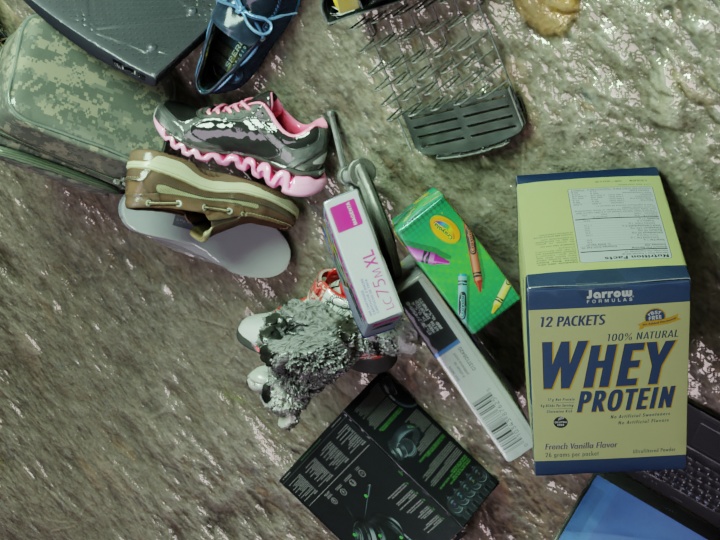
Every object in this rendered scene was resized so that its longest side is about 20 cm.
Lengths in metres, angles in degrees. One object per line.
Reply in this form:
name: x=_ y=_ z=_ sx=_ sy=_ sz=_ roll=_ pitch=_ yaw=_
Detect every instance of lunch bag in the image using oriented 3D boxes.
lunch bag: x=-0.321 y=-0.165 z=1.593 sx=0.200 sy=0.140 sz=0.168 roll=20 pitch=154 yaw=-29

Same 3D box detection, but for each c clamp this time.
c clamp: x=0.000 y=-0.071 z=1.423 sx=0.200 sy=0.027 sz=0.171 roll=-139 pitch=32 yaw=-79

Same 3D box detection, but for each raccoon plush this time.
raccoon plush: x=-0.030 y=0.116 z=1.556 sx=0.199 sy=0.097 sz=0.134 roll=11 pitch=133 yaw=24

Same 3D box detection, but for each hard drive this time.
hard drive: x=-0.254 y=-0.279 z=1.513 sx=0.200 sy=0.135 sz=0.042 roll=34 pitch=150 yaw=12

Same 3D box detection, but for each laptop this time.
laptop: x=0.307 y=0.240 z=1.453 sx=0.177 sy=0.103 sz=0.200 roll=29 pitch=132 yaw=17

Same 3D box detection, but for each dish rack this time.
dish rack: x=0.065 y=-0.196 z=1.380 sx=0.153 sy=0.055 sz=0.200 roll=-9 pitch=113 yaw=41

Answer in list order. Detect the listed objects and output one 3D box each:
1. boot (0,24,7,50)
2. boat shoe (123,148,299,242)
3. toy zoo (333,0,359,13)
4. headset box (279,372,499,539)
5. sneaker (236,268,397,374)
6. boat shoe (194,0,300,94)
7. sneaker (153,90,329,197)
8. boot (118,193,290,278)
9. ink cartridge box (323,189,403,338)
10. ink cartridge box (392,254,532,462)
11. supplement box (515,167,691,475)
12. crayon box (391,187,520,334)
boot: x=-0.423 y=-0.271 z=1.686 sx=0.200 sy=0.073 sz=0.151 roll=1 pitch=118 yaw=43
boat shoe: x=-0.162 y=-0.065 z=1.551 sx=0.202 sy=0.075 sz=0.075 roll=17 pitch=169 yaw=-27
toy zoo: x=-0.039 y=-0.318 z=1.283 sx=0.020 sy=0.200 sz=0.131 roll=-18 pitch=135 yaw=-1
headset box: x=0.036 y=0.247 z=1.668 sx=0.200 sy=0.093 sz=0.174 roll=43 pitch=134 yaw=5
sneaker: x=-0.053 y=0.044 z=1.620 sx=0.201 sy=0.067 sz=0.108 roll=10 pitch=123 yaw=28
boat shoe: x=-0.113 y=-0.248 z=1.467 sx=0.084 sy=0.069 sz=0.200 roll=35 pitch=133 yaw=13
sneaker: x=-0.120 y=-0.153 z=1.530 sx=0.199 sy=0.079 sz=0.096 roll=20 pitch=119 yaw=6
boot: x=-0.175 y=-0.048 z=1.655 sx=0.200 sy=0.096 sz=0.074 roll=22 pitch=91 yaw=-6
ink cartridge box: x=0.000 y=0.000 z=1.376 sx=0.200 sy=0.042 sz=0.120 roll=85 pitch=165 yaw=-84
ink cartridge box: x=0.097 y=0.078 z=1.449 sx=0.047 sy=0.200 sz=0.198 roll=-36 pitch=96 yaw=2
supplement box: x=0.212 y=0.043 z=1.298 sx=0.134 sy=0.200 sz=0.200 roll=-4 pitch=120 yaw=5
crayon box: x=0.088 y=-0.014 z=1.393 sx=0.058 sy=0.200 sz=0.119 roll=-37 pitch=94 yaw=4
